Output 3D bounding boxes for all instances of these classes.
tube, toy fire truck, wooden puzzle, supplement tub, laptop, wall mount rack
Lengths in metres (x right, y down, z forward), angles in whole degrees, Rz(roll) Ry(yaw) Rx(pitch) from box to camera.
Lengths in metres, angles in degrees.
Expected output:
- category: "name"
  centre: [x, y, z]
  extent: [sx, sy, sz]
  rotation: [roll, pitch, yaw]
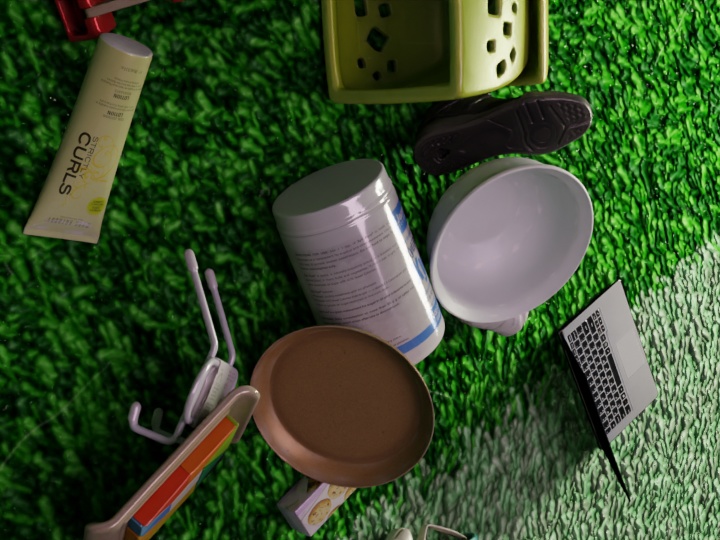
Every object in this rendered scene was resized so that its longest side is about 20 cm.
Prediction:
- category: "tube"
  centre: [-0.245, -0.116, 1.212]
  extent: [0.058, 0.052, 0.202]
  rotation: [25, 109, 1]
- category: "toy fire truck"
  centre: [-0.167, -0.270, 1.217]
  extent: [0.141, 0.198, 0.049]
  rotation: [-51, 128, -55]
- category: "wooden puzzle"
  centre: [-0.178, 0.204, 1.255]
  extent: [0.037, 0.185, 0.200]
  rotation: [45, 66, 7]
- category: "supplement tub"
  centre: [0.000, 0.000, 1.388]
  extent: [0.132, 0.131, 0.202]
  rotation: [-35, 116, -29]
- category: "laptop"
  centre: [0.334, 0.148, 1.674]
  extent: [0.199, 0.115, 0.189]
  rotation: [-37, 117, -28]
- category: "wall mount rack"
  centre: [-0.159, 0.082, 1.274]
  extent: [0.074, 0.200, 0.175]
  rotation: [21, 83, 5]

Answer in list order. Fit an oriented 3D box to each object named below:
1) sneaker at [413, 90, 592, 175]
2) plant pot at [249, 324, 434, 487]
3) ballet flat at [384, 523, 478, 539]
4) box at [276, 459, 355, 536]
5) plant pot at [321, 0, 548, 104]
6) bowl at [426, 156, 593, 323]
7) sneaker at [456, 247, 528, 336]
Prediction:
- category: "sneaker"
  centre: [0.156, -0.173, 1.471]
  extent: [0.115, 0.197, 0.077]
  rotation: [-87, 159, -55]
- category: "plant pot"
  centre: [-0.018, 0.138, 1.376]
  extent: [0.028, 0.198, 0.202]
  rotation: [-65, 136, -58]
- category: "ballet flat"
  centre: [0.064, 0.332, 1.530]
  extent: [0.198, 0.067, 0.071]
  rotation: [4, 69, -38]
- category: "box"
  centre: [-0.009, 0.209, 1.464]
  extent: [0.200, 0.039, 0.042]
  rotation: [-43, 119, -25]
- category: "plant pot"
  centre: [0.089, -0.280, 1.386]
  extent: [0.180, 0.199, 0.202]
  rotation: [-10, 101, -42]
- category: "bowl"
  centre: [0.150, -0.049, 1.452]
  extent: [0.199, 0.091, 0.203]
  rotation: [-13, 129, -17]
- category: "sneaker"
  centre: [0.157, -0.025, 1.543]
  extent: [0.099, 0.078, 0.203]
  rotation: [6, 91, -34]
